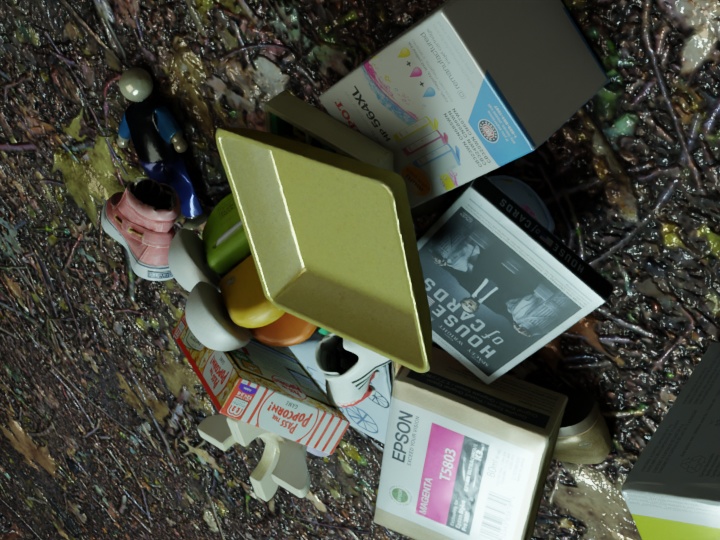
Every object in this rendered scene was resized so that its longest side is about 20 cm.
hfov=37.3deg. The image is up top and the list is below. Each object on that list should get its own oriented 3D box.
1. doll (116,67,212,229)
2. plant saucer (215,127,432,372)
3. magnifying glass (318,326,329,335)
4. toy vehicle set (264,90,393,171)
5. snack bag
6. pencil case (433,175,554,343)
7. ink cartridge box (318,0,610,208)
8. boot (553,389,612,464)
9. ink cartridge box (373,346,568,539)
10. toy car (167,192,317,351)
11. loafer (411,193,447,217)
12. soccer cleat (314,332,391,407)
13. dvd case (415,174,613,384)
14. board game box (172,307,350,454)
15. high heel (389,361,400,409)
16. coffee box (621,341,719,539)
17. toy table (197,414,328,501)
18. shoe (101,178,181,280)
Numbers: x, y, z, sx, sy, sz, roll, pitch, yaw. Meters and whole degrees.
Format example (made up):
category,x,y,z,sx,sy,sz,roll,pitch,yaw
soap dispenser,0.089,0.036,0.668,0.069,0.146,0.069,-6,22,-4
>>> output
category,x,y,z,sx,sy,sz,roll,pitch,yaw
doll,-0.246,-0.148,1.284,0.136,0.048,0.201,15,133,41
plant saucer,-0.019,-0.029,0.909,0.199,0.048,0.201,22,141,36
magnifying glass,0.000,0.000,1.076,0.022,0.080,0.200,25,141,-4
toy vehicle set,-0.028,-0.053,0.966,0.124,0.026,0.201,32,146,26
snack bag,-0.028,0.130,1.322,0.188,0.021,0.201,26,149,30
pencil case,0.103,-0.008,1.025,0.090,0.084,0.200,21,145,-12
ink cartridge box,0.075,-0.147,0.889,0.129,0.125,0.200,54,144,-9
boot,0.176,0.174,1.140,0.199,0.074,0.076,-5,130,45
ink cartridge box,0.107,0.195,1.085,0.164,0.075,0.201,18,125,17
toy car,-0.103,0.000,1.174,0.150,0.175,0.201,41,-165,-45
loafer,-0.007,-0.100,1.068,0.198,0.076,0.069,5,120,28
soccer cleat,-0.015,0.093,1.100,0.200,0.085,0.069,-50,53,58
dvd case,0.110,0.015,0.954,0.150,0.025,0.200,39,143,-2
board game box,-0.116,0.119,1.208,0.151,0.047,0.200,27,-172,-31
high heel,0.019,0.110,1.176,0.200,0.143,0.071,39,-172,4
coffee box,0.362,0.192,0.846,0.199,0.200,0.199,-4,121,47
toy table,-0.110,0.211,1.397,0.183,0.117,0.201,17,142,39
shoe,-0.259,-0.072,1.273,0.200,0.071,0.092,47,133,53
